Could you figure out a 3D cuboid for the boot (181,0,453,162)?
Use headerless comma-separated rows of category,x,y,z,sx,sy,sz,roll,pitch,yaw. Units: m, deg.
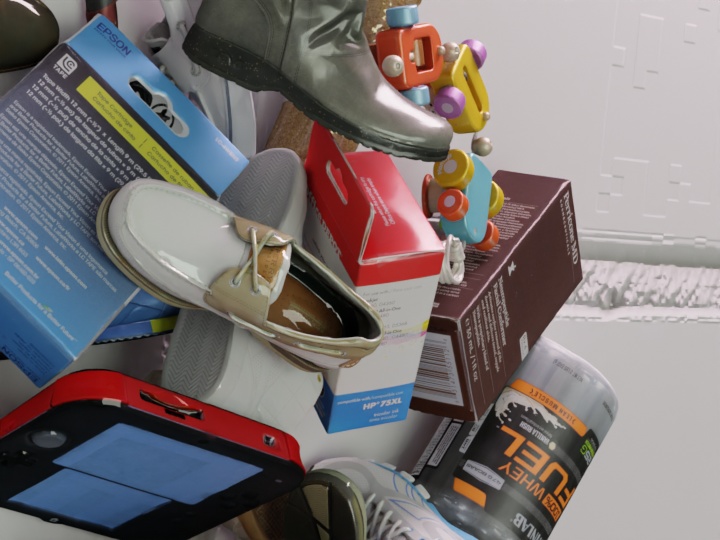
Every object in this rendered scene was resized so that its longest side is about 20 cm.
boot,-0.008,-0.161,1.049,0.198,0.068,0.132,25,103,-9

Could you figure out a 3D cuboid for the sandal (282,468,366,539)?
sandal,-0.025,0.228,1.198,0.057,0.079,0.203,-48,156,-57

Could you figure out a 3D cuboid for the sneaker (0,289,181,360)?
sneaker,-0.192,0.015,1.070,0.198,0.066,0.080,-10,91,-39

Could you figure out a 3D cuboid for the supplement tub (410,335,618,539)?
supplement tub,0.113,0.160,1.304,0.123,0.122,0.201,45,68,-34

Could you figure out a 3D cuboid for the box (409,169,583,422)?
box,0.100,0.017,1.266,0.200,0.074,0.101,-50,138,-42

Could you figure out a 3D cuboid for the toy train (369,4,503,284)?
toy train,0.048,-0.097,1.177,0.150,0.055,0.203,-33,117,-56

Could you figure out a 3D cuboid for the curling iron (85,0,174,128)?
curling iron,-0.163,-0.175,1.079,0.026,0.049,0.203,-37,119,-67

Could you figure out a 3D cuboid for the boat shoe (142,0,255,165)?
boat shoe,-0.117,-0.160,1.109,0.065,0.074,0.202,-14,113,-7

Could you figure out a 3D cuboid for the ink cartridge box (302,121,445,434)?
ink cartridge box,0.000,0.000,1.132,0.066,0.117,0.202,-7,133,-22

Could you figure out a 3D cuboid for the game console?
game console,-0.154,0.132,1.054,0.199,0.176,0.031,25,44,-39

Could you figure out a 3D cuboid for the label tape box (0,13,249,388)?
label tape box,-0.184,-0.048,1.024,0.143,0.066,0.200,45,51,-9

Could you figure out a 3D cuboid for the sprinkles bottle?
sprinkles bottle,-0.009,-0.152,1.191,0.068,0.068,0.202,31,77,-38

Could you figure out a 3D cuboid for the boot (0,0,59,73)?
boot,-0.253,-0.156,0.967,0.198,0.096,0.076,8,92,-40

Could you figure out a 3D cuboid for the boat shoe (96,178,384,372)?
boat shoe,-0.069,-0.001,1.007,0.199,0.068,0.076,29,65,-31

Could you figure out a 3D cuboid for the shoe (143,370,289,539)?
shoe,-0.096,0.137,1.172,0.070,0.053,0.201,-62,141,-33

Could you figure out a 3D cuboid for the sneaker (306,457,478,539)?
sneaker,0.033,0.200,1.197,0.076,0.199,0.087,-60,157,2

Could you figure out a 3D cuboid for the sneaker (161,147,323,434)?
sneaker,-0.066,0.026,1.113,0.116,0.073,0.202,48,53,-49
